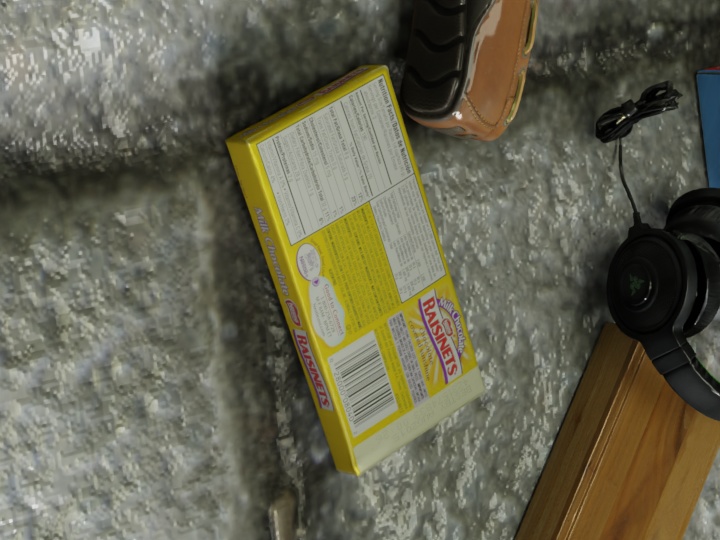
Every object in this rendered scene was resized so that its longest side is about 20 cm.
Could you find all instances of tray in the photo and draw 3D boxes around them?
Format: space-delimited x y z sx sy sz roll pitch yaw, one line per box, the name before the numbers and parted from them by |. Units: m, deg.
tray | 0.150 0.143 1.423 0.099 0.037 0.200 34 73 -36

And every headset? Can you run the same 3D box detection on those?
headset | 0.200 -0.010 1.394 0.123 0.094 0.200 -34 92 -45

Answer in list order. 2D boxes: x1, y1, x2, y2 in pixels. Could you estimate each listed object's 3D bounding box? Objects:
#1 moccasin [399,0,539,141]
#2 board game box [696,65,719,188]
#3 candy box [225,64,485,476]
moccasin | 0.078 -0.171 1.307 0.078 0.074 0.202 10 86 -48
board game box | 0.309 -0.049 1.516 0.196 0.056 0.200 -19 107 -36
candy box | 0.000 0.000 1.292 0.102 0.026 0.200 -32 114 -35
